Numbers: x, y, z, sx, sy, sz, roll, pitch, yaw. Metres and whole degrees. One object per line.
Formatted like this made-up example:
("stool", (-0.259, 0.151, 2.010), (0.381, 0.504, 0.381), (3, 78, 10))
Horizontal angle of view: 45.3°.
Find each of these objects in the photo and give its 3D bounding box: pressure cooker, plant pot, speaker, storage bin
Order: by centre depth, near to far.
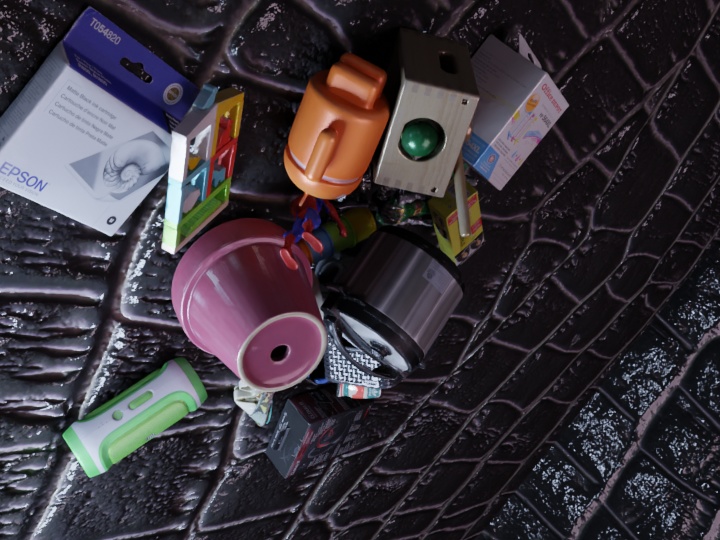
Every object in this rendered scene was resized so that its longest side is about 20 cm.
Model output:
("plant pot", (-0.137, 0.058, 1.169), (0.198, 0.179, 0.202), (-17, 129, -22))
("speaker", (-0.324, 0.210, 1.252), (0.199, 0.088, 0.089), (-34, 148, -22))
("pressure cooker", (0.040, 0.055, 1.293), (0.201, 0.175, 0.179), (-56, 163, -16))
("storage bin", (0.035, 0.121, 1.490), (0.199, 0.134, 0.095), (-28, 117, -56))

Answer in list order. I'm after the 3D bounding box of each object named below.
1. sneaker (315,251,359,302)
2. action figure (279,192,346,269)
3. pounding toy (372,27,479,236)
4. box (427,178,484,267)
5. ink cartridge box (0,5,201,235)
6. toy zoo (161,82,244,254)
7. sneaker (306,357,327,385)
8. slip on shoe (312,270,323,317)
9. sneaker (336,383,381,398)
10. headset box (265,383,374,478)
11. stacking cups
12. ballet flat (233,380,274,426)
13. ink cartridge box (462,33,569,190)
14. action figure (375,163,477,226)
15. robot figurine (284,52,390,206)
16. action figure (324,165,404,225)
("sneaker", (0.000, 0.000, 1.423), (0.199, 0.075, 0.115), (-37, 151, -10))
("action figure", (-0.059, -0.049, 1.188), (0.065, 0.201, 0.099), (-32, 114, 16))
("pounding toy", (0.099, -0.186, 1.164), (0.140, 0.201, 0.186), (10, 128, -9))
("box", (0.165, -0.080, 1.463), (0.075, 0.050, 0.200), (-41, 154, -8))
("ink cartridge box", (-0.278, -0.149, 0.928), (0.201, 0.041, 0.199), (-50, 150, 6))
("toy zoo", (-0.187, -0.132, 1.031), (0.131, 0.020, 0.202), (-53, 164, -50))
("sneaker", (-0.074, 0.171, 1.527), (0.076, 0.078, 0.199), (-51, 152, 10))
("slip on shoe", (-0.103, 0.067, 1.359), (0.060, 0.077, 0.200), (-10, 158, -18))
("sneaker", (0.023, 0.185, 1.585), (0.200, 0.092, 0.071), (-44, 142, -68))
("headset box", (-0.086, 0.306, 1.676), (0.199, 0.075, 0.150), (-12, 135, -45))
("stacking cups", (-0.070, -0.040, 1.312), (0.199, 0.061, 0.061), (-26, 144, -27))
("ballet flat", (-0.172, 0.195, 1.443), (0.070, 0.070, 0.201), (-3, 142, -24))
("ink cartridge box", (0.220, -0.255, 1.352), (0.201, 0.125, 0.128), (-51, 150, 9))
("action figure", (0.106, -0.115, 1.451), (0.198, 0.055, 0.119), (-22, 145, -29))
("robot figurine", (-0.032, -0.179, 1.131), (0.115, 0.145, 0.201), (3, 130, -30))
("action figure", (0.035, -0.128, 1.294), (0.199, 0.102, 0.120), (-22, 133, -33))
